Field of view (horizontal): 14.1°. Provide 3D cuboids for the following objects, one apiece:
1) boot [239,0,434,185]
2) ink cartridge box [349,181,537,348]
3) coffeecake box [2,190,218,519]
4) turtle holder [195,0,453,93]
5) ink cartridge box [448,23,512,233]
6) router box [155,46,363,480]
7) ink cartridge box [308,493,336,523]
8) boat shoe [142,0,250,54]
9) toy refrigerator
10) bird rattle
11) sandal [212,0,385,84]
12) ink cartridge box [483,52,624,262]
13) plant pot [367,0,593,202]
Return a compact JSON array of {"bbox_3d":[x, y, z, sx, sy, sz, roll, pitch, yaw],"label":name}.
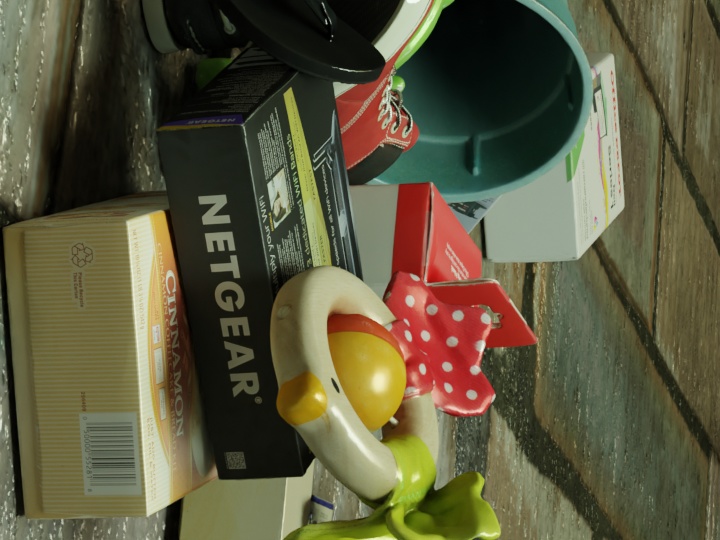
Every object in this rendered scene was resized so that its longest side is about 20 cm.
[{"bbox_3d":[0.006,-0.118,1.708,0.144,0.200,0.073,2,55,-45],"label":"boot"},{"bbox_3d":[0.000,0.000,1.742,0.116,0.199,0.068,51,41,-64],"label":"ink cartridge box"},{"bbox_3d":[-0.117,0.040,1.574,0.200,0.073,0.154,-23,110,-72],"label":"coffeecake box"},{"bbox_3d":[-0.037,-0.178,1.785,0.141,0.185,0.132,61,5,25],"label":"turtle holder"},{"bbox_3d":[0.072,-0.079,2.141,0.200,0.042,0.120,125,-20,-54],"label":"ink cartridge box"},{"bbox_3d":[-0.048,-0.007,1.592,0.157,0.052,0.201,-51,135,-65],"label":"router box"},{"bbox_3d":[-0.033,0.237,1.772,0.095,0.037,0.201,-172,-90,-74],"label":"ink cartridge box"},{"bbox_3d":[-0.096,-0.225,1.679,0.076,0.060,0.201,-55,141,-62],"label":"boat shoe"},{"bbox_3d":[-0.070,0.135,1.735,0.076,0.070,0.201,63,31,-69],"label":"toy refrigerator"},{"bbox_3d":[0.012,0.063,1.534,0.163,0.112,0.201,49,36,-36],"label":"bird rattle"},{"bbox_3d":[-0.063,-0.175,1.596,0.045,0.200,0.075,-52,170,27],"label":"sandal"},{"bbox_3d":[0.163,-0.100,2.479,0.200,0.084,0.146,-40,127,-69],"label":"ink cartridge box"},{"bbox_3d":[0.061,-0.185,2.001,0.197,0.199,0.201,-85,163,-46],"label":"plant pot"}]
